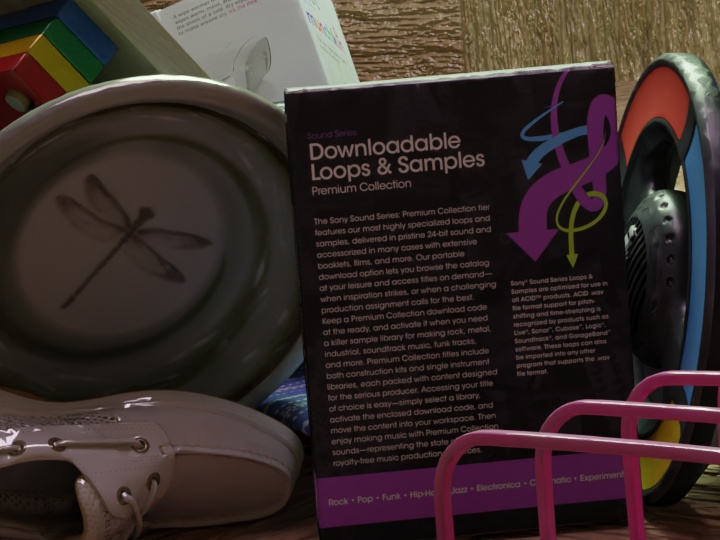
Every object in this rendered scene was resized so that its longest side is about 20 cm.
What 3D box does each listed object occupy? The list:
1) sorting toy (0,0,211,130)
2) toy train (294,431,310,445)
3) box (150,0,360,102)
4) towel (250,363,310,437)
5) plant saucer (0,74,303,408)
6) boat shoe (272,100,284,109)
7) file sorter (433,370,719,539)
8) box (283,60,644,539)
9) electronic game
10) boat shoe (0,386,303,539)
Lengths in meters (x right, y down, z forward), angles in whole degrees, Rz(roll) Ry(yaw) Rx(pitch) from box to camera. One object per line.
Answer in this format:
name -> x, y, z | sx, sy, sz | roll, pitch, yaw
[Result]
sorting toy -> -0.151, -0.065, 1.273 | 0.199, 0.200, 0.070 | -5, 45, 53
toy train -> -0.020, 0.074, 1.328 | 0.199, 0.034, 0.046 | -4, 19, 0
box -> -0.093, -0.056, 1.487 | 0.200, 0.177, 0.097 | -24, -18, 12
towel -> 0.009, 0.057, 1.248 | 0.144, 0.024, 0.200 | -10, 9, -25
plant saucer -> -0.106, -0.007, 1.152 | 0.200, 0.201, 0.050 | -7, 34, -19
boat shoe -> -0.020, -0.053, 1.383 | 0.199, 0.084, 0.069 | -5, -3, 10
file sorter -> 0.136, 0.093, 0.795 | 0.139, 0.126, 0.200 | 3, 11, 44
box -> 0.045, 0.014, 1.115 | 0.143, 0.201, 0.036 | -5, 8, -5
electronic game -> 0.134, 0.004, 1.145 | 0.041, 0.201, 0.200 | 3, 7, -8
boat shoe -> -0.120, 0.096, 1.135 | 0.199, 0.071, 0.069 | 4, 39, -16
